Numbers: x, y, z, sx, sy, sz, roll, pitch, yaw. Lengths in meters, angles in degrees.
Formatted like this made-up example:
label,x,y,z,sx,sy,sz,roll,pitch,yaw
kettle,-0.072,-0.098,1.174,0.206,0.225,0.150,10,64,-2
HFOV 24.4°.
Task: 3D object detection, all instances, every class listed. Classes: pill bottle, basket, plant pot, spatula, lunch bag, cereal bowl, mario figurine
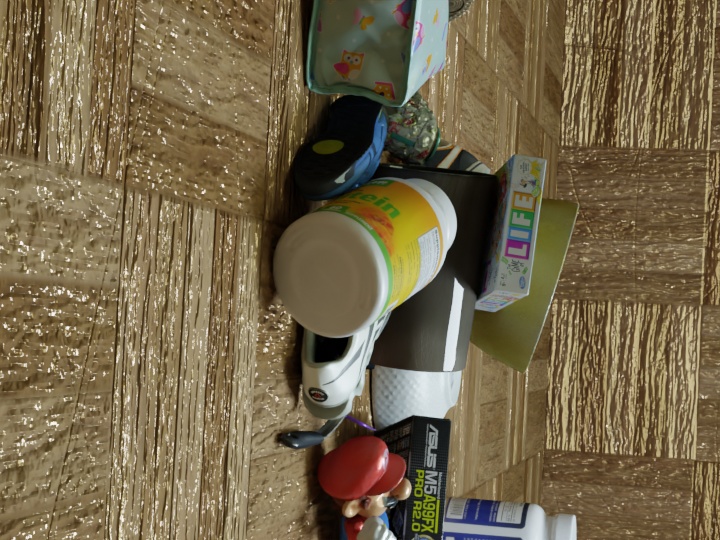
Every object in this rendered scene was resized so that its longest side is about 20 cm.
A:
label,x,y,z,sx,sy,sz,roll,pitch,yaw
pill bottle,0.195,0.376,2.289,0.116,0.198,0.117,3,90,-77
basket,0.063,-0.004,1.704,0.180,0.134,0.203,-136,-129,-83
plant pot,0.151,-0.002,1.886,0.200,0.141,0.202,19,90,-86
spatula,-0.034,0.151,1.585,0.021,0.056,0.200,-69,164,11
lunch bag,0.022,-0.274,1.565,0.170,0.121,0.202,-52,148,-65
cereal bowl,0.072,0.108,1.957,0.200,0.082,0.203,2,90,-78
pill bottle,0.013,-0.021,1.511,0.200,0.110,0.112,-32,125,-59
mario figurine,0.019,0.251,1.670,0.105,0.123,0.202,-23,134,-27

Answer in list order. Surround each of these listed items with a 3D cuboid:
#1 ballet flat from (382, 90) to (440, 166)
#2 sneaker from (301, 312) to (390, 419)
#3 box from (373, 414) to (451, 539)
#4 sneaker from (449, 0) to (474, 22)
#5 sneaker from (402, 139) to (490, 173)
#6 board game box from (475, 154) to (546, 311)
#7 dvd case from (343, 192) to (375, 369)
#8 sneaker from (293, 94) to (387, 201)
label,x,y,z,sx,sy,sz,roll,pitch,yaw
ballet flat,0.033,-0.165,1.734,0.200,0.063,0.076,-125,-126,-70
sneaker,-0.013,0.033,1.577,0.089,0.073,0.202,78,18,-53
box,0.048,0.247,1.793,0.200,0.044,0.162,136,-40,-74
sneaker,0.064,-0.303,1.729,0.200,0.071,0.114,-38,-138,56
sneaker,0.064,-0.082,1.915,0.200,0.079,0.079,-39,164,-42
board game box,0.147,-0.034,1.701,0.200,0.034,0.136,127,-29,-82
dvd case,0.000,0.000,1.755,0.143,0.017,0.203,31,62,-76
sneaker,-0.014,-0.098,1.567,0.200,0.065,0.079,-65,154,-61
